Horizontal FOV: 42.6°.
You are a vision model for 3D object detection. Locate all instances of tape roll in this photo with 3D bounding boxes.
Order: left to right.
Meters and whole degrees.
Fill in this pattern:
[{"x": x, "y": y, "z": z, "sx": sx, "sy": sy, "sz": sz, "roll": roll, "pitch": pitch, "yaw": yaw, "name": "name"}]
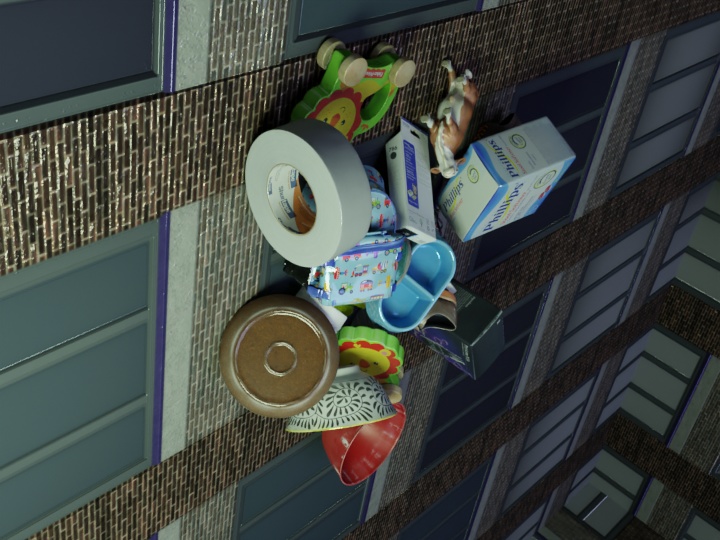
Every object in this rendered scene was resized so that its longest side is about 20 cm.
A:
[{"x": -0.076, "y": -0.110, "z": 1.312, "sx": 0.066, "sy": 0.199, "sz": 0.202, "roll": -27, "pitch": 140, "yaw": -39, "name": "tape roll"}]

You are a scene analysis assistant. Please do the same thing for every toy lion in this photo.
[{"x": -0.025, "y": -0.249, "z": 1.403, "sx": 0.199, "sy": 0.069, "sz": 0.193, "roll": -14, "pitch": 136, "yaw": -50, "name": "toy lion"}, {"x": -0.012, "y": 0.171, "z": 1.699, "sx": 0.193, "sy": 0.197, "sz": 0.069, "roll": 61, "pitch": 29, "yaw": -46, "name": "toy lion"}]

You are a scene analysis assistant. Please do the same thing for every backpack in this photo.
[{"x": -0.016, "y": -0.063, "z": 1.489, "sx": 0.181, "sy": 0.134, "sz": 0.203, "roll": -3, "pitch": 117, "yaw": -32, "name": "backpack"}]

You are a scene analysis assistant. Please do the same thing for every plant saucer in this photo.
[{"x": -0.130, "y": 0.140, "z": 1.495, "sx": 0.201, "sy": 0.199, "sz": 0.034, "roll": -54, "pitch": -171, "yaw": -4, "name": "plant saucer"}]

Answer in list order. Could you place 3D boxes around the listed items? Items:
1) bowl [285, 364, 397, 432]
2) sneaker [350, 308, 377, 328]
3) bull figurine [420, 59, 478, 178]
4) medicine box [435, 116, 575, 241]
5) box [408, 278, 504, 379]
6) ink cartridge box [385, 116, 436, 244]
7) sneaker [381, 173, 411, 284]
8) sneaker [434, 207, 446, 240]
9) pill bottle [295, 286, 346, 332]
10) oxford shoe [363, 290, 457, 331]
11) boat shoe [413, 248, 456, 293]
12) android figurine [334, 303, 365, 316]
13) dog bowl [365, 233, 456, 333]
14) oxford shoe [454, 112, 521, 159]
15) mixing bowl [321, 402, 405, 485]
[{"x": -0.040, "y": 0.218, "z": 1.614, "sx": 0.200, "sy": 0.199, "sz": 0.096, "roll": -4, "pitch": 84, "yaw": -54, "name": "bowl"}, {"x": 0.059, "y": 0.079, "z": 1.813, "sx": 0.104, "sy": 0.075, "sz": 0.202, "roll": 30, "pitch": 89, "yaw": -55, "name": "sneaker"}, {"x": 0.156, "y": -0.262, "z": 1.603, "sx": 0.122, "sy": 0.064, "sz": 0.202, "roll": 56, "pitch": 46, "yaw": -58, "name": "bull figurine"}, {"x": 0.268, "y": -0.169, "z": 1.719, "sx": 0.198, "sy": 0.104, "sz": 0.183, "roll": -23, "pitch": 158, "yaw": -30, "name": "medicine box"}, {"x": 0.191, "y": 0.105, "z": 1.907, "sx": 0.104, "sy": 0.199, "sz": 0.149, "roll": -44, "pitch": 148, "yaw": -19, "name": "box"}, {"x": 0.086, "y": -0.154, "z": 1.594, "sx": 0.099, "sy": 0.039, "sz": 0.203, "roll": 22, "pitch": 61, "yaw": -53, "name": "ink cartridge box"}, {"x": 0.045, "y": -0.074, "z": 1.609, "sx": 0.080, "sy": 0.071, "sz": 0.203, "roll": 29, "pitch": 60, "yaw": -47, "name": "sneaker"}, {"x": 0.126, "y": -0.087, "z": 1.751, "sx": 0.075, "sy": 0.080, "sz": 0.200, "roll": -56, "pitch": 150, "yaw": -4, "name": "sneaker"}, {"x": -0.117, "y": 0.133, "z": 1.571, "sx": 0.201, "sy": 0.113, "sz": 0.114, "roll": -54, "pitch": 150, "yaw": -4, "name": "pill bottle"}, {"x": 0.093, "y": 0.067, "z": 1.702, "sx": 0.197, "sy": 0.074, "sz": 0.072, "roll": 8, "pitch": 139, "yaw": -19, "name": "oxford shoe"}, {"x": 0.111, "y": -0.002, "z": 1.734, "sx": 0.060, "sy": 0.076, "sz": 0.200, "roll": -38, "pitch": 125, "yaw": 7, "name": "boat shoe"}, {"x": 0.000, "y": 0.000, "z": 1.687, "sx": 0.183, "sy": 0.041, "sz": 0.199, "roll": -59, "pitch": 151, "yaw": 4, "name": "android figurine"}, {"x": 0.095, "y": 0.023, "z": 1.645, "sx": 0.111, "sy": 0.050, "sz": 0.201, "roll": 37, "pitch": 86, "yaw": -16, "name": "dog bowl"}, {"x": 0.237, "y": -0.244, "z": 1.797, "sx": 0.199, "sy": 0.071, "sz": 0.073, "roll": -29, "pitch": 107, "yaw": -27, "name": "oxford shoe"}, {"x": -0.009, "y": 0.331, "z": 1.924, "sx": 0.199, "sy": 0.108, "sz": 0.202, "roll": -37, "pitch": 146, "yaw": -31, "name": "mixing bowl"}]
